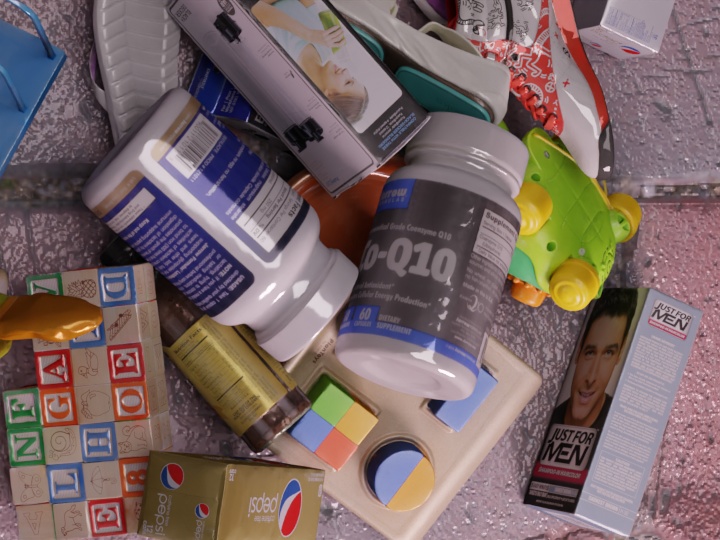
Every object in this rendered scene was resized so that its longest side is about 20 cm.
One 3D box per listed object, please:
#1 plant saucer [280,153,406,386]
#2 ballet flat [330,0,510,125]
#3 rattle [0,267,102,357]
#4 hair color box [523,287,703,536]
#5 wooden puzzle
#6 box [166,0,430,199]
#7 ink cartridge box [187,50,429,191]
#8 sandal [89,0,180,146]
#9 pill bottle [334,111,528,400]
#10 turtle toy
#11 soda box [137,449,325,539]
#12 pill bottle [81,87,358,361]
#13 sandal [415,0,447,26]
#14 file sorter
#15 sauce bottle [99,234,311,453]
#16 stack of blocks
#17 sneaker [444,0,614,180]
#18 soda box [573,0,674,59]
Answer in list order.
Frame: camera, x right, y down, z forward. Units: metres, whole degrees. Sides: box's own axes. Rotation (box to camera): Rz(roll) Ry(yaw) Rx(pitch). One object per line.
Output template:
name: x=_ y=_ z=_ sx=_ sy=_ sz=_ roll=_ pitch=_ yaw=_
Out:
plant saucer: x=0.000 y=0.000 z=1.683 sx=0.198 sy=0.032 sz=0.202 roll=-5 pitch=108 yaw=-16
ballet flat: x=0.030 y=-0.177 z=1.628 sx=0.199 sy=0.069 sz=0.070 roll=29 pitch=78 yaw=2
rattle: x=-0.272 y=0.102 z=1.509 sx=0.142 sy=0.130 sz=0.202 roll=15 pitch=94 yaw=1
hair color box: x=0.213 y=0.117 z=1.758 sx=0.060 sy=0.099 sz=0.202 roll=23 pitch=81 yaw=-20
wooden puzzle: x=0.031 y=0.110 z=1.681 sx=0.200 sy=0.046 sz=0.186 roll=38 pitch=91 yaw=-22
box: x=-0.049 y=-0.158 z=1.574 sx=0.060 sy=0.117 sz=0.200 roll=-43 pitch=94 yaw=-22
ink cartridge box: x=-0.037 y=-0.140 z=1.673 sx=0.199 sy=0.039 sz=0.100 roll=24 pitch=81 yaw=-28
sandal: x=-0.182 y=-0.161 z=1.618 sx=0.082 sy=0.050 sz=0.205 roll=-14 pitch=108 yaw=-44
pill bottle: x=0.059 y=-0.012 z=1.597 sx=0.113 sy=0.114 sz=0.202 roll=23 pitch=73 yaw=-21
turtle toy: x=0.141 y=-0.056 z=1.725 sx=0.201 sy=0.101 sz=0.146 roll=56 pitch=41 yaw=-13
soda box: x=-0.095 y=0.175 z=1.579 sx=0.067 sy=0.200 sz=0.065 roll=7 pitch=87 yaw=20
pill bottle: x=-0.103 y=-0.032 z=1.562 sx=0.200 sy=0.116 sz=0.116 roll=43 pitch=74 yaw=-11
sandal: x=0.067 y=-0.262 z=1.717 sx=0.202 sy=0.050 sz=0.083 roll=41 pitch=75 yaw=-18
file sorter: x=-0.326 y=-0.118 z=1.496 sx=0.138 sy=0.123 sz=0.201 roll=26 pitch=78 yaw=5
sauce bottle: x=-0.123 y=0.050 z=1.619 sx=0.065 sy=0.065 sz=0.200 roll=-39 pitch=86 yaw=-18
stack of blocks: x=-0.208 y=0.100 z=1.575 sx=0.114 sy=0.059 sz=0.202 roll=-5 pitch=92 yaw=9
sneaker: x=0.130 y=-0.158 z=1.677 sx=0.107 sy=0.067 sz=0.203 roll=-16 pitch=86 yaw=-8
soda box: x=0.245 y=-0.289 z=1.791 sx=0.063 sy=0.068 sz=0.202 roll=22 pitch=82 yaw=-21
